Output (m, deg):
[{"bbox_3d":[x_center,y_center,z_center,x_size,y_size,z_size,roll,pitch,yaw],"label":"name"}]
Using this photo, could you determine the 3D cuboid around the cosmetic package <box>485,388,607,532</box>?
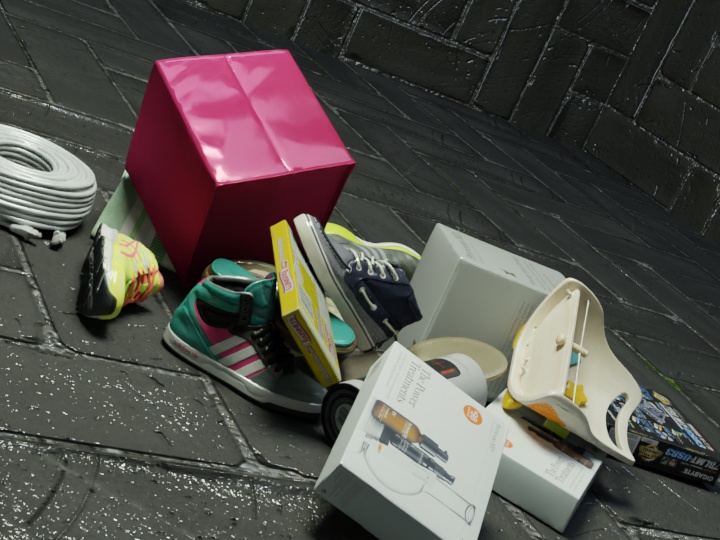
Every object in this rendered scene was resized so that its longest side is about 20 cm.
[{"bbox_3d":[0.202,0.218,1.470,0.150,0.052,0.200,28,17,14],"label":"cosmetic package"}]

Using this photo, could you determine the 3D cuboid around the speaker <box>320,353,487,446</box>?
[{"bbox_3d":[0.052,0.145,1.364,0.199,0.082,0.081,-9,37,-47],"label":"speaker"}]

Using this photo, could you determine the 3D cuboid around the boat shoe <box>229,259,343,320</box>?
[{"bbox_3d":[-0.092,0.048,1.518,0.199,0.073,0.065,26,14,-20],"label":"boat shoe"}]

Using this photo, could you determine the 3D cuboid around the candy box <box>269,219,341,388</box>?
[{"bbox_3d":[-0.062,0.032,1.359,0.201,0.026,0.103,-104,169,-61],"label":"candy box"}]

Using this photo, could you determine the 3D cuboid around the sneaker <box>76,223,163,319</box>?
[{"bbox_3d":[-0.260,0.005,1.387,0.090,0.079,0.200,23,16,-16],"label":"sneaker"}]

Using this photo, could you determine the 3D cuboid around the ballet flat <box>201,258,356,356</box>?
[{"bbox_3d":[-0.101,0.060,1.458,0.198,0.073,0.068,26,32,3],"label":"ballet flat"}]

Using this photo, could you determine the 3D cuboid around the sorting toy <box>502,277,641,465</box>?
[{"bbox_3d":[0.276,0.148,1.525,0.179,0.107,0.201,37,42,-16],"label":"sorting toy"}]

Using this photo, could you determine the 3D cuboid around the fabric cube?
[{"bbox_3d":[-0.154,-0.131,1.554,0.198,0.197,0.200,-12,57,-32],"label":"fabric cube"}]

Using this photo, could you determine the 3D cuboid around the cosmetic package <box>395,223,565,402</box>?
[{"bbox_3d":[0.170,0.066,1.660,0.198,0.168,0.168,21,14,-13],"label":"cosmetic package"}]

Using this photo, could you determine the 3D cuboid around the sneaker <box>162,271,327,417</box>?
[{"bbox_3d":[-0.105,0.066,1.350,0.199,0.122,0.084,27,17,5],"label":"sneaker"}]

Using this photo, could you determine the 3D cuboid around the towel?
[{"bbox_3d":[-0.230,-0.056,1.610,0.198,0.023,0.153,24,42,-8],"label":"towel"}]

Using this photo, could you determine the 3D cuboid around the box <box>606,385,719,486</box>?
[{"bbox_3d":[0.385,0.211,1.755,0.197,0.050,0.200,20,17,-20],"label":"box"}]

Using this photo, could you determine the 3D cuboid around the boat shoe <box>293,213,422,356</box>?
[{"bbox_3d":[0.000,0.000,1.464,0.201,0.092,0.075,61,2,-33],"label":"boat shoe"}]

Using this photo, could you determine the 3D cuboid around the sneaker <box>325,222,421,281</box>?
[{"bbox_3d":[0.013,-0.003,1.840,0.198,0.074,0.081,15,28,-14],"label":"sneaker"}]

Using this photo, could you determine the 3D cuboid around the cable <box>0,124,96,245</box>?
[{"bbox_3d":[-0.422,-0.117,1.525,0.198,0.070,0.200,25,17,-4],"label":"cable"}]

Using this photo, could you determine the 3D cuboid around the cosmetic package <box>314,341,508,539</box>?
[{"bbox_3d":[0.056,0.180,1.204,0.150,0.052,0.200,38,34,-7],"label":"cosmetic package"}]

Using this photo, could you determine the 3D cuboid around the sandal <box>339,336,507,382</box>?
[{"bbox_3d":[0.070,0.135,1.507,0.209,0.070,0.078,-5,42,-18],"label":"sandal"}]
